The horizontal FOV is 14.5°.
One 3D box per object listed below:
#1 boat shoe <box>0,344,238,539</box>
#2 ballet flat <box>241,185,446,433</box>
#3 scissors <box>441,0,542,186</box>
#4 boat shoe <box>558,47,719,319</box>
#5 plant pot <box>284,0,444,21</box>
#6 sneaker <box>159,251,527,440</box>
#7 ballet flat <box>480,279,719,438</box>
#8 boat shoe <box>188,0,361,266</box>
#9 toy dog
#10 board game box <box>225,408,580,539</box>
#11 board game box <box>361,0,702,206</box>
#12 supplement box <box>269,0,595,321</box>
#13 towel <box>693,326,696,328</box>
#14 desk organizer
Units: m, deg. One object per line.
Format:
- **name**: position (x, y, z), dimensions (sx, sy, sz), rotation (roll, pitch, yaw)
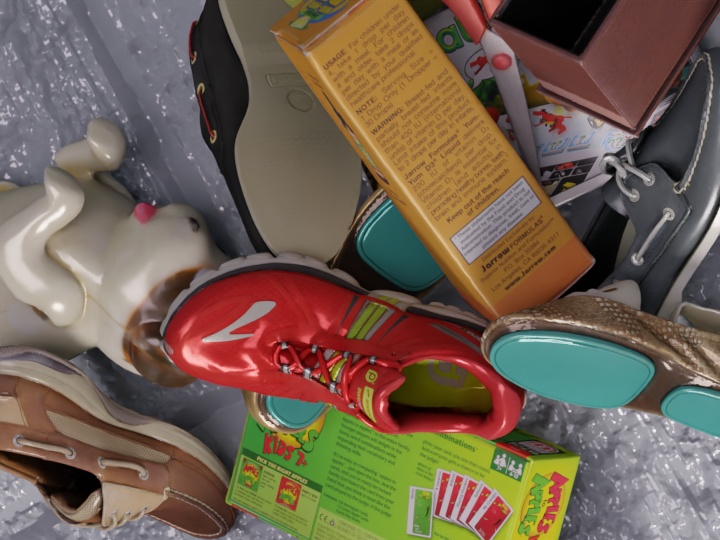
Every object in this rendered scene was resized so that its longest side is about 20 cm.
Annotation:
- **boat shoe**: position (-0.151, 0.114, 1.612), dimensions (0.076, 0.200, 0.072), rotation (-16, 51, 43)
- **ballet flat**: position (0.000, 0.000, 1.566), dimensions (0.200, 0.063, 0.069), rotation (-48, 117, -2)
- **scissors**: position (0.077, -0.123, 1.498), dimensions (0.073, 0.014, 0.200), rotation (-23, 125, 19)
- **boat shoe**: position (0.155, -0.036, 1.517), dimensions (0.062, 0.073, 0.200), rotation (10, 127, -12)
- **plant pot**: position (0.029, -0.228, 1.520), dimensions (0.187, 0.187, 0.200), rotation (37, 118, 10)
- **sneaker**: position (-0.005, 0.046, 1.487), dimensions (0.199, 0.085, 0.077), rotation (9, 113, -13)
- **ballet flat**: position (0.154, 0.043, 1.502), dimensions (0.199, 0.065, 0.071), rotation (18, 143, -20)
- **boat shoe**: position (-0.049, -0.079, 1.572), dimensions (0.063, 0.073, 0.202), rotation (126, 139, -49)
- **toy dog**: position (-0.166, 0.012, 1.622), dimensions (0.199, 0.140, 0.195), rotation (3, 108, 16)
- **board game box**: position (0.021, 0.117, 1.584), dimensions (0.200, 0.048, 0.102), rotation (23, 103, 37)
- **board game box**: position (0.091, -0.096, 1.580), dimensions (0.200, 0.035, 0.127), rotation (-25, 90, 19)
- **supplement box**: position (0.038, -0.064, 1.492), dimensions (0.069, 0.067, 0.200), rotation (-41, 113, -5)
- **towel**: position (0.303, 0.071, 1.543), dimensions (0.192, 0.035, 0.200), rotation (-34, 84, 15)
- **desk organizer**: position (0.158, -0.180, 1.481), dimensions (0.072, 0.077, 0.200), rotation (29, 81, 37)
